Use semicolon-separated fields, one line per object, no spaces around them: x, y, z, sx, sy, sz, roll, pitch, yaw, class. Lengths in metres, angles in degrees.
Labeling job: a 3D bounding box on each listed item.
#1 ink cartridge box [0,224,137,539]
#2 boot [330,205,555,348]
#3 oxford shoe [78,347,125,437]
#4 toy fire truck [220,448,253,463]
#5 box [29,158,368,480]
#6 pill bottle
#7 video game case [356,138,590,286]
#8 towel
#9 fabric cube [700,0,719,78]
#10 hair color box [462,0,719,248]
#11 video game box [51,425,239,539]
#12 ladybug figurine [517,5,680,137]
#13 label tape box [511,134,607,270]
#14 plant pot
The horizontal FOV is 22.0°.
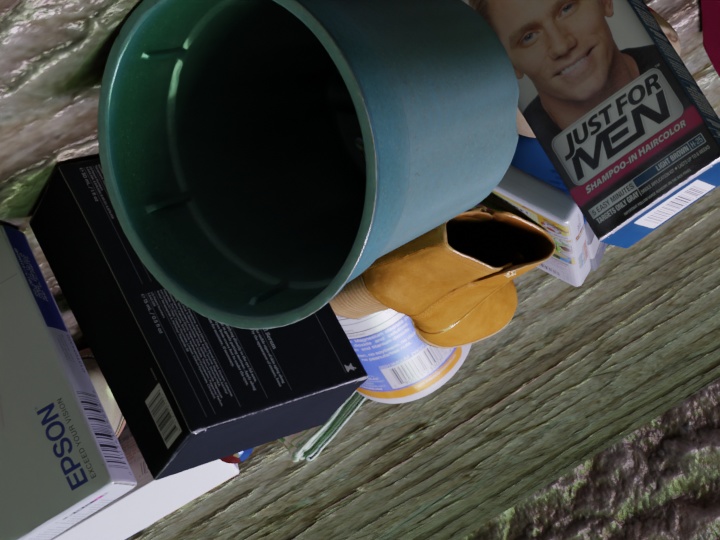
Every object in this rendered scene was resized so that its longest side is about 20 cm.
-0.270;0.103;1.219;0.200;0.197;0.043;-32;162;11;ink cartridge box
0.084;0.004;1.278;0.201;0.071;0.144;5;162;-45;boot
-0.234;0.137;1.394;0.200;0.071;0.074;-52;-176;36;oxford shoe
-0.122;0.056;1.362;0.112;0.168;0.200;-21;164;-22;toy fire truck
-0.108;0.018;1.215;0.141;0.200;0.079;-16;159;-34;box
0.000;0.000;1.386;0.112;0.112;0.200;-29;131;4;pill bottle
0.067;-0.062;1.299;0.023;0.200;0.182;-59;165;-7;video game case
-0.028;0.099;1.672;0.153;0.023;0.200;-49;-167;-6;towel
0.386;-0.179;1.418;0.196;0.200;0.199;-28;162;4;fabric cube
0.151;-0.125;1.197;0.100;0.200;0.061;-36;162;19;hair color box
-0.201;0.143;1.508;0.200;0.182;0.047;-30;127;10;video game box
0.160;-0.154;1.351;0.136;0.072;0.200;-33;163;18;ladybug figurine
0.129;-0.053;1.483;0.200;0.144;0.063;50;58;-72;label tape box
-0.016;-0.084;1.100;0.200;0.200;0.196;-40;167;37;plant pot
